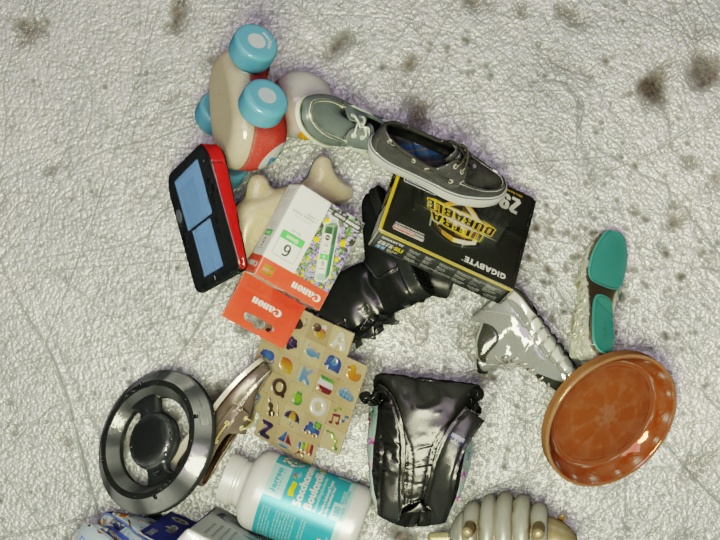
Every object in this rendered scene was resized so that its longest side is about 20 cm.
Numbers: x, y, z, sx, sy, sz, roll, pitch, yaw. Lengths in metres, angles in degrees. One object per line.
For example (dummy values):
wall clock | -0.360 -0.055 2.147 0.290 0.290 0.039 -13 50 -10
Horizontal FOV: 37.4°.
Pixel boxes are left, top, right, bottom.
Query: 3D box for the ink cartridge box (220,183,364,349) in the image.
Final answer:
ink cartridge box | -0.089 -0.003 1.411 0.109 0.050 0.200 31 82 -24

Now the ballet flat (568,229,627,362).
ballet flat | 0.315 0.035 1.453 0.072 0.072 0.200 13 63 4

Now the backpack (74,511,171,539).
backpack | -0.300 0.422 1.401 0.190 0.154 0.200 13 87 38

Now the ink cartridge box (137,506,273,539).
ink cartridge box | -0.176 0.360 1.399 0.200 0.200 0.041 26 87 3

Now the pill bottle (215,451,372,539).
pill bottle | -0.092 0.315 1.441 0.200 0.111 0.111 19 87 4

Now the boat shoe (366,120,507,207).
boat shoe | 0.109 -0.146 1.399 0.200 0.066 0.070 23 58 -8

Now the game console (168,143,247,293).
game console | -0.211 -0.068 1.442 0.031 0.200 0.177 -9 84 -25

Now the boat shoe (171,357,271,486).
boat shoe | -0.182 0.209 1.470 0.060 0.072 0.200 41 97 11

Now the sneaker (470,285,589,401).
sneaker | 0.223 0.127 1.463 0.115 0.075 0.200 -36 80 10

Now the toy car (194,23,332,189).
toy car | -0.103 -0.215 1.468 0.200 0.184 0.177 2 60 -27

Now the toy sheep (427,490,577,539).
toy sheep | 0.188 0.357 1.411 0.200 0.138 0.138 3 86 12

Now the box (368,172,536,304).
box | 0.127 -0.066 1.433 0.200 0.049 0.160 25 56 -8

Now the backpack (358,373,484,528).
backpack | 0.084 0.244 1.429 0.167 0.127 0.200 5 86 13

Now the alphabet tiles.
alphabet tiles | -0.079 0.158 1.462 0.166 0.006 0.200 23 104 24

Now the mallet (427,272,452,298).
mallet | 0.128 -0.057 1.495 0.066 0.041 0.200 23 84 6

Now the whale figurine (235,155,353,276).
whale figurine | -0.106 -0.071 1.482 0.200 0.104 0.159 -46 111 -14

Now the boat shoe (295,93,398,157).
boat shoe | -0.004 -0.196 1.434 0.062 0.200 0.073 -3 78 41

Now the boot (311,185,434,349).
boot | 0.000 0.000 1.474 0.162 0.073 0.198 -31 65 20

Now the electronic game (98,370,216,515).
electronic game | -0.281 0.234 1.457 0.200 0.042 0.200 -13 65 28

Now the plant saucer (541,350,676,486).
plant saucer | 0.329 0.196 1.419 0.200 0.032 0.200 -9 117 -18
